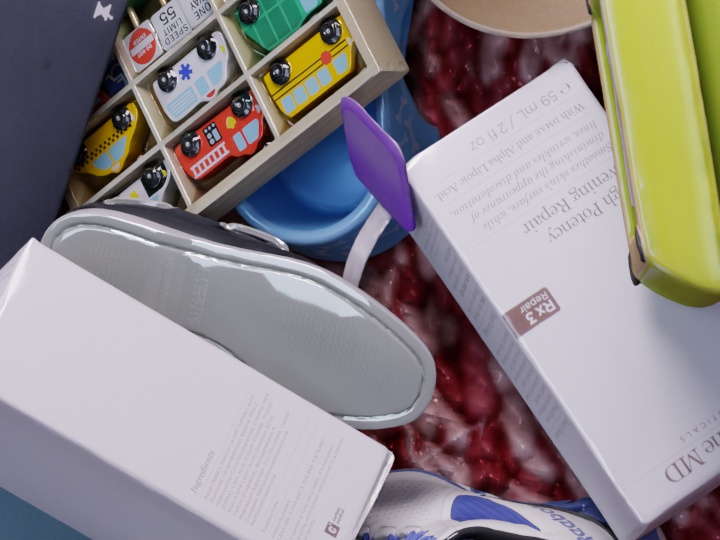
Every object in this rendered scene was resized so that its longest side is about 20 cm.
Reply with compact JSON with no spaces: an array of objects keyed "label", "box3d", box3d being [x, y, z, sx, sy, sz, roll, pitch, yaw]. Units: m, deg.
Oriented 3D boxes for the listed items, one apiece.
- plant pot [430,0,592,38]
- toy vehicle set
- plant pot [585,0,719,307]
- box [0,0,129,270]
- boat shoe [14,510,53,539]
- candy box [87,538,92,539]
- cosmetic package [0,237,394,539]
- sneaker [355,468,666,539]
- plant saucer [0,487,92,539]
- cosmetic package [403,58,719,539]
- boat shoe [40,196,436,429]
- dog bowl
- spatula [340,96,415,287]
[{"label":"plant pot","box3d":[0.066,-0.225,1.246,0.201,0.200,0.134,-61,40,14]},{"label":"toy vehicle set","box3d":[-0.078,-0.097,1.328,0.200,0.026,0.125,-36,73,32]},{"label":"plant pot","box3d":[0.193,-0.080,1.154,0.180,0.199,0.201,-10,87,3]},{"label":"box","box3d":[-0.239,-0.090,1.357,0.198,0.123,0.201,30,105,45]},{"label":"boat shoe","box3d":[-0.160,0.104,1.387,0.063,0.071,0.201,4,68,29]},{"label":"candy box","box3d":[-0.089,0.108,1.368,0.026,0.102,0.201,-168,79,-66]},{"label":"cosmetic package","box3d":[-0.101,0.079,1.273,0.200,0.113,0.081,34,63,-14]},{"label":"sneaker","box3d":[0.038,0.141,1.299,0.198,0.115,0.081,-1,92,26]},{"label":"plant saucer","box3d":[-0.147,0.128,1.323,0.199,0.019,0.070,6,89,-20]},{"label":"cosmetic package","box3d":[0.110,0.016,1.269,0.101,0.074,0.200,-34,79,-10]},{"label":"boat shoe","box3d":[-0.053,0.014,1.299,0.199,0.060,0.076,26,108,4]},{"label":"dog bowl","box3d":[-0.022,-0.104,1.346,0.111,0.050,0.201,-1,92,22]},{"label":"spatula","box3d":[0.000,0.000,1.307,0.057,0.020,0.201,48,145,35]}]
